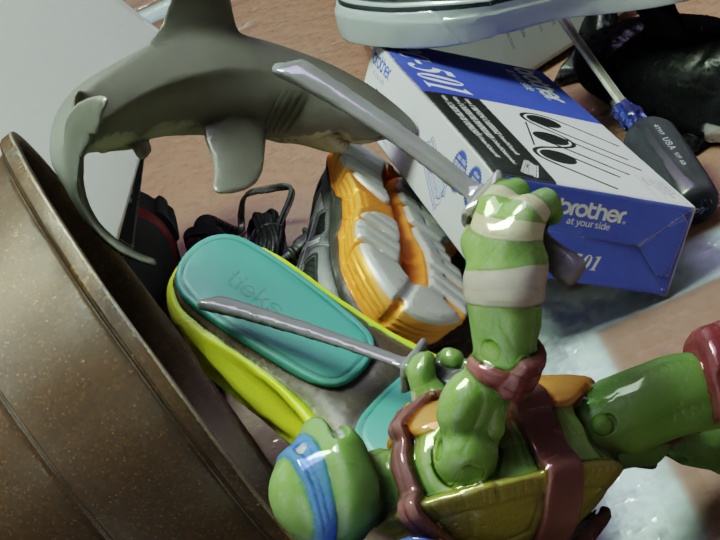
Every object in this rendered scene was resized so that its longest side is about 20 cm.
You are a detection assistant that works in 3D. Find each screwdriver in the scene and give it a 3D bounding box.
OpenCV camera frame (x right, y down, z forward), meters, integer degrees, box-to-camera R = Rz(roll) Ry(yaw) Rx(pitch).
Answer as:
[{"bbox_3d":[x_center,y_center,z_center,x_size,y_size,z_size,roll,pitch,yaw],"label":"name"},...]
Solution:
[{"bbox_3d":[0.116,-0.085,0.855,0.029,0.028,0.200,-35,41,3],"label":"screwdriver"}]

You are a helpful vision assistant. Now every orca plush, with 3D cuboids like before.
[{"bbox_3d":[0.156,-0.119,0.883,0.105,0.071,0.200,-28,27,-4],"label":"orca plush"}]

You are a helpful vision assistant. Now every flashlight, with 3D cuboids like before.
[{"bbox_3d":[-0.116,0.023,0.872,0.068,0.068,0.200,-29,25,5],"label":"flashlight"}]

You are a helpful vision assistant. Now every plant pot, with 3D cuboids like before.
[{"bbox_3d":[-0.150,0.085,0.667,0.198,0.200,0.200,-35,27,-3],"label":"plant pot"}]

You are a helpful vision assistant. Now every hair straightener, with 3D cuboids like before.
[{"bbox_3d":[-0.049,0.006,0.887,0.077,0.041,0.200,-23,22,5],"label":"hair straightener"}]

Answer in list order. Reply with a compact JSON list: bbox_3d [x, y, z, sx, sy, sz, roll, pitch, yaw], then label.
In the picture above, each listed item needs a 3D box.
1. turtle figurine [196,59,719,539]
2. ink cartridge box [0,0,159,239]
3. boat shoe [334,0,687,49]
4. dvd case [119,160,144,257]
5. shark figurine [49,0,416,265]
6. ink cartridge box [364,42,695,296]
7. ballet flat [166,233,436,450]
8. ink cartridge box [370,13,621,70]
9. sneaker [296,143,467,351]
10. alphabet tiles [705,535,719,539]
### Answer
[{"bbox_3d":[0.059,0.015,0.583,0.193,0.144,0.200,-2,37,-16],"label":"turtle figurine"},{"bbox_3d":[-0.216,-0.054,0.842,0.200,0.146,0.147,-32,34,36],"label":"ink cartridge box"},{"bbox_3d":[0.075,-0.156,0.852,0.200,0.071,0.072,-8,26,25],"label":"boat shoe"},{"bbox_3d":[-0.181,-0.003,0.917,0.200,0.025,0.150,-41,29,25],"label":"dvd case"},{"bbox_3d":[-0.078,-0.083,0.736,0.128,0.090,0.214,26,26,25],"label":"shark figurine"},{"bbox_3d":[0.068,-0.052,0.820,0.094,0.044,0.200,9,20,-18],"label":"ink cartridge box"},{"bbox_3d":[0.004,0.058,0.688,0.200,0.067,0.067,35,58,26],"label":"ballet flat"},{"bbox_3d":[0.066,-0.215,0.991,0.175,0.200,0.084,-32,26,-12],"label":"ink cartridge box"},{"bbox_3d":[0.000,0.000,0.810,0.077,0.078,0.200,-54,8,18],"label":"sneaker"},{"bbox_3d":[0.020,0.122,0.514,0.167,0.008,0.200,-22,-1,29],"label":"alphabet tiles"}]
